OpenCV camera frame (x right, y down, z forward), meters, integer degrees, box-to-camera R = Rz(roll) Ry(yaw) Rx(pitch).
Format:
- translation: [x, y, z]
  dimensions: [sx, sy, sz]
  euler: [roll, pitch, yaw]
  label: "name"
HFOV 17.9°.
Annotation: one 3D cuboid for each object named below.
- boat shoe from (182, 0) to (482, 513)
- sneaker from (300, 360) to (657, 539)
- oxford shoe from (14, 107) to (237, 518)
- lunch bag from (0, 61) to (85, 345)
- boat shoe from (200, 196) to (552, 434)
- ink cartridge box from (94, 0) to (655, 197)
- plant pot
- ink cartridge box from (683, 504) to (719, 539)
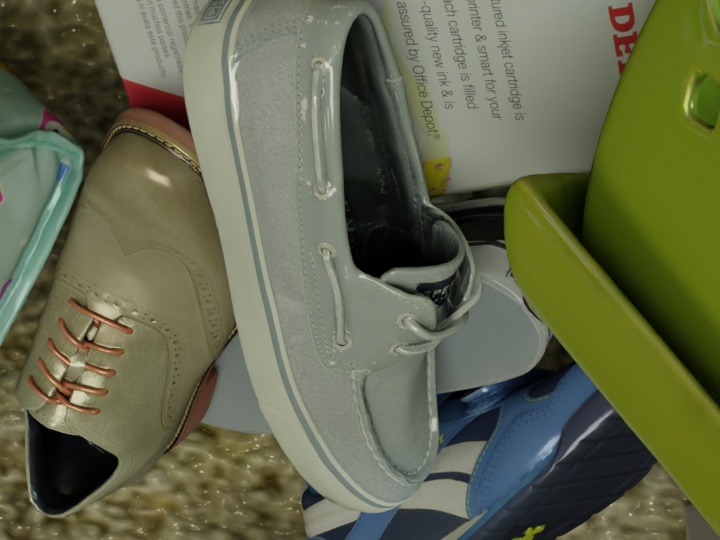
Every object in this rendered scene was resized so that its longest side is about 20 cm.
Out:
- translation: [0.000, -0.001, 0.769]
  dimensions: [0.071, 0.070, 0.202]
  euler: [3, 123, 33]
  label: "boat shoe"
- translation: [0.045, 0.069, 0.875]
  dimensions: [0.200, 0.074, 0.083]
  euler: [-39, 63, 32]
  label: "sneaker"
- translation: [-0.085, 0.024, 0.825]
  dimensions: [0.071, 0.074, 0.200]
  euler: [30, 143, 14]
  label: "oxford shoe"
- translation: [-0.209, -0.006, 0.832]
  dimensions: [0.122, 0.170, 0.201]
  euler: [5, 118, -45]
  label: "lunch bag"
- translation: [-0.007, 0.009, 0.879]
  dimensions: [0.199, 0.068, 0.074]
  euler: [-16, 121, 37]
  label: "boat shoe"
- translation: [0.014, -0.104, 0.807]
  dimensions: [0.199, 0.083, 0.146]
  euler: [-9, 129, 8]
  label: "ink cartridge box"
- translation: [0.175, -0.008, 0.715]
  dimensions: [0.182, 0.199, 0.200]
  euler: [-48, 68, 23]
  label: "plant pot"
- translation: [0.228, 0.116, 0.856]
  dimensions: [0.199, 0.145, 0.084]
  euler: [-25, 108, 14]
  label: "ink cartridge box"
